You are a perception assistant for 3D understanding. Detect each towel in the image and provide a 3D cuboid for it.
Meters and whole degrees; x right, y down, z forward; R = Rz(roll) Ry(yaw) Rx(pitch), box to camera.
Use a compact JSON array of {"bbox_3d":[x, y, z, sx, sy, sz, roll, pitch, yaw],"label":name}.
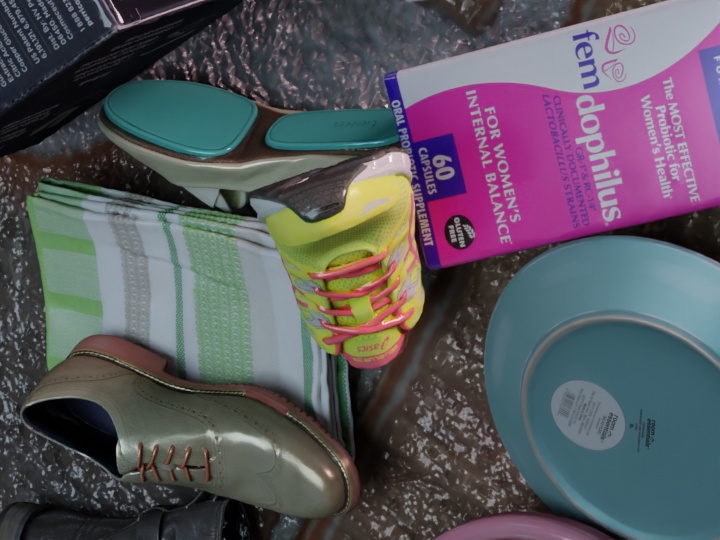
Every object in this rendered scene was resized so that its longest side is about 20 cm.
[{"bbox_3d":[-0.097,0.034,1.466,0.199,0.031,0.150,11,118,28],"label":"towel"}]

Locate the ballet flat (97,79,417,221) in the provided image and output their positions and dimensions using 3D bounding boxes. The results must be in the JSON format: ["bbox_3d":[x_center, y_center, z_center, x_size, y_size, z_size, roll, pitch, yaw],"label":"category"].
[{"bbox_3d":[-0.052,-0.057,1.427,0.199,0.069,0.070,10,104,27],"label":"ballet flat"}]

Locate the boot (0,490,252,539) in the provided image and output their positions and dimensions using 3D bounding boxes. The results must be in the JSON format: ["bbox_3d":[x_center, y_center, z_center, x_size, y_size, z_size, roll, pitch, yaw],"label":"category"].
[{"bbox_3d":[-0.130,0.219,1.515,0.173,0.069,0.202,0,97,31],"label":"boot"}]

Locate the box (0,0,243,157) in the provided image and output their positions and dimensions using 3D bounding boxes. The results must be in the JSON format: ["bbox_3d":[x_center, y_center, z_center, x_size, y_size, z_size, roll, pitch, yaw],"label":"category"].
[{"bbox_3d":[-0.178,-0.141,1.391,0.199,0.197,0.118,-32,90,27],"label":"box"}]

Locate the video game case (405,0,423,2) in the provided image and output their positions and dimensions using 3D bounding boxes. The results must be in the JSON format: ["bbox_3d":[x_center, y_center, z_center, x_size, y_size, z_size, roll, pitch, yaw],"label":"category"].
[{"bbox_3d":[0.100,-0.220,1.331,0.199,0.018,0.144,-6,95,31],"label":"video game case"}]

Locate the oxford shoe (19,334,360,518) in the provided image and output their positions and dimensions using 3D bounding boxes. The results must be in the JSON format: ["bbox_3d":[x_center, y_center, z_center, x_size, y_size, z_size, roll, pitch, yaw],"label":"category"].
[{"bbox_3d":[-0.094,0.099,1.437,0.199,0.074,0.071,16,124,28],"label":"oxford shoe"}]

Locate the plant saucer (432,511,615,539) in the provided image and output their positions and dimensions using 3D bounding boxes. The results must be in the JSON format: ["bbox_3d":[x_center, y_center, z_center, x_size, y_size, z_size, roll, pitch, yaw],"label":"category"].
[{"bbox_3d":[0.101,0.221,1.387,0.199,0.051,0.202,7,104,29],"label":"plant saucer"}]

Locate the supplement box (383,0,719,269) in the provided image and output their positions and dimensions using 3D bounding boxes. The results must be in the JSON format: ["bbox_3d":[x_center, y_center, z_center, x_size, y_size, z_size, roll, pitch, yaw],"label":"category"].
[{"bbox_3d":[0.127,-0.073,1.294,0.199,0.103,0.102,-13,91,30],"label":"supplement box"}]

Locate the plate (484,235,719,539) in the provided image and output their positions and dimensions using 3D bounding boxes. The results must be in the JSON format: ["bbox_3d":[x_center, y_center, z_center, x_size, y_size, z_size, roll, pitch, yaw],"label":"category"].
[{"bbox_3d":[0.145,0.076,1.316,0.199,0.026,0.201,18,128,24],"label":"plate"}]

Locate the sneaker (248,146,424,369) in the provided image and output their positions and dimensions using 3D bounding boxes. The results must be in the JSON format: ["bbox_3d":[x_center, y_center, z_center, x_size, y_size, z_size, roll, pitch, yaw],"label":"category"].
[{"bbox_3d":[0.000,0.000,1.285,0.078,0.200,0.091,-16,78,4],"label":"sneaker"}]
